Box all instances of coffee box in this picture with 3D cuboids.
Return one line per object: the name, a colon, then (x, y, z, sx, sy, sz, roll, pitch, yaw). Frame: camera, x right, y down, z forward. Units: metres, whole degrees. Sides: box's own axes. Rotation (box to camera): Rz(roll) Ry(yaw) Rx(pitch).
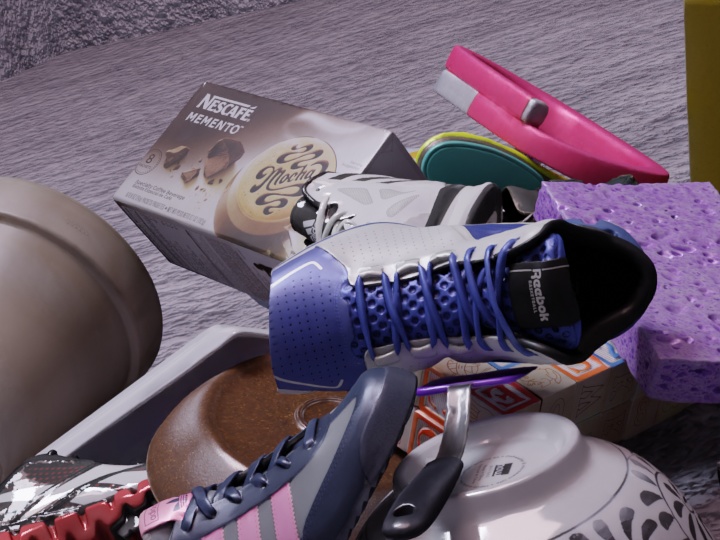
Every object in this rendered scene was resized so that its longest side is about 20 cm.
coffee box: (-0.058, -0.046, 1.233, 0.199, 0.080, 0.113, 20, 67, 45)

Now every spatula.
spatula: (0.040, 0.075, 0.813, 0.056, 0.021, 0.200, -10, 17, 17)

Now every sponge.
sponge: (0.176, 0.007, 1.008, 0.111, 0.030, 0.200, 1, 30, -15)

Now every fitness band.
fitness band: (0.134, -0.103, 1.299, 0.143, 0.038, 0.200, 19, 16, -37)

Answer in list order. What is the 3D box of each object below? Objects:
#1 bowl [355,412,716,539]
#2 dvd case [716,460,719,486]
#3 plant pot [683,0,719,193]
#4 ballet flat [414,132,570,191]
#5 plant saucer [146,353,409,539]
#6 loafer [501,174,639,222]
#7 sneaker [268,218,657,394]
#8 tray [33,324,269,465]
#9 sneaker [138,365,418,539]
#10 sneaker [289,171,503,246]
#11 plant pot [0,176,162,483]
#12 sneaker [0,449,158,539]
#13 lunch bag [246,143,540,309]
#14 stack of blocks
bowl: (0.068, 0.124, 0.831, 0.199, 0.095, 0.201, -15, 15, 4)
dvd case: (0.274, 0.097, 0.837, 0.149, 0.025, 0.200, -20, 16, -13)
plant pot: (0.320, -0.119, 1.258, 0.175, 0.202, 0.200, 0, 19, 16)
ballet flat: (0.122, -0.040, 1.251, 0.199, 0.067, 0.067, 23, 14, -12)
plant saucer: (-0.016, 0.093, 0.996, 0.199, 0.037, 0.201, 4, 27, -2)
loafer: (0.093, -0.024, 1.169, 0.199, 0.063, 0.072, -26, 5, -16)
sneaker: (0.053, 0.009, 0.868, 0.198, 0.081, 0.115, -8, -2, -5)
tray: (-0.124, 0.086, 1.098, 0.199, 0.022, 0.107, -36, -20, 20)
sneaker: (-0.053, 0.114, 0.822, 0.201, 0.082, 0.070, -56, 2, 6)
sneaker: (0.000, 0.000, 1.069, 0.114, 0.076, 0.201, 9, 27, 22)
plant pot: (-0.258, 0.065, 1.267, 0.199, 0.201, 0.174, -9, 33, 27)
sneaker: (-0.144, 0.136, 1.029, 0.199, 0.071, 0.098, -19, 38, -6)
lunch bag: (0.022, -0.018, 1.329, 0.169, 0.128, 0.200, -3, 11, 35)
stack of blocks: (0.098, 0.047, 1.006, 0.199, 0.059, 0.115, -20, 40, -42)
